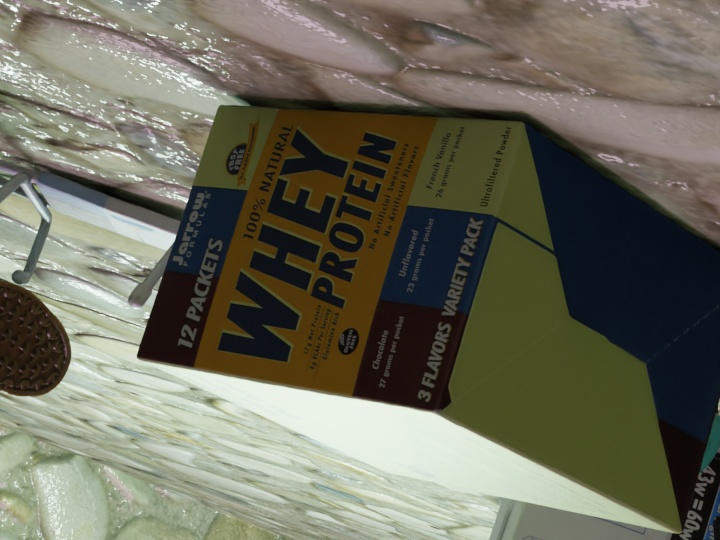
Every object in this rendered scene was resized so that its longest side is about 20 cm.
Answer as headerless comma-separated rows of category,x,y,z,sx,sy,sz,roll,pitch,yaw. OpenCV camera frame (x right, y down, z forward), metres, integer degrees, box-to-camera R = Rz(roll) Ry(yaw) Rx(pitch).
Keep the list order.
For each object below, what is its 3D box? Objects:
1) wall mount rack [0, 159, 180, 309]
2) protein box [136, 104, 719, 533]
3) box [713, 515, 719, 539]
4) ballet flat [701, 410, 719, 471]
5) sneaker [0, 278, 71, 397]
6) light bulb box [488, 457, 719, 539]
wall mount rack,-0.168,-0.013,1.417,0.199,0.075,0.174,19,169,8
protein box,0.042,0.022,1.094,0.199,0.136,0.198,7,165,44
box,0.360,0.201,1.556,0.160,0.049,0.200,-18,149,34
ballet flat,0.174,0.076,1.345,0.070,0.071,0.200,15,168,18
sneaker,-0.277,0.015,1.474,0.090,0.067,0.200,29,177,40
light bulb box,0.209,0.199,1.712,0.199,0.126,0.198,19,169,1
